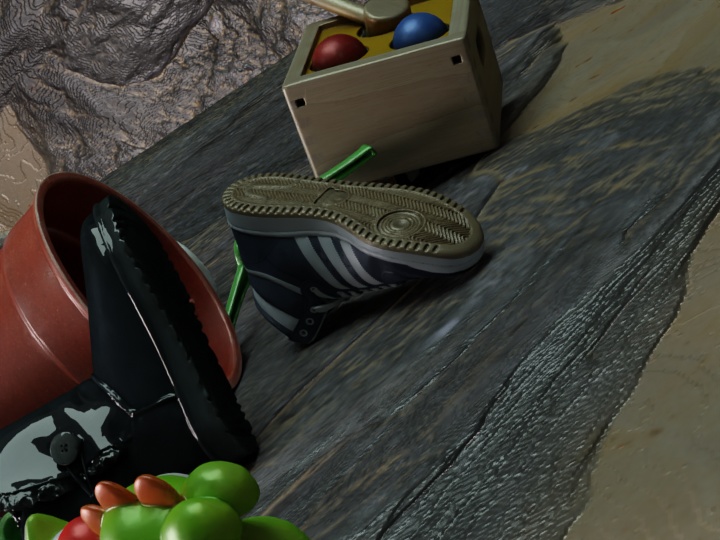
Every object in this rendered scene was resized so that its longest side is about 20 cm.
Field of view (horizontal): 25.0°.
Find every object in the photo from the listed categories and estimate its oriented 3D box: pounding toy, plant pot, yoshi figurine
[{"bbox_3d":[0.015,-0.183,1.390,0.184,0.142,0.200,-14,26,13],"label":"pounding toy"},{"bbox_3d":[-0.225,0.067,1.187,0.195,0.201,0.201,-40,10,18],"label":"plant pot"},{"bbox_3d":[-0.084,0.154,0.740,0.112,0.113,0.200,3,-28,-31],"label":"yoshi figurine"}]

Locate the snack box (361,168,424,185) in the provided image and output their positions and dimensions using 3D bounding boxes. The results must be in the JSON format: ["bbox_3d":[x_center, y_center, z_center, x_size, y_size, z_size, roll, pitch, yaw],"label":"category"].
[{"bbox_3d":[-0.008,-0.068,1.424,0.116,0.037,0.200,-23,18,42],"label":"snack box"}]

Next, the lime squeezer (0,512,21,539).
[{"bbox_3d":[-0.214,0.165,1.105,0.200,0.038,0.071,-36,12,-1],"label":"lime squeezer"}]

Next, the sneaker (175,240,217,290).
[{"bbox_3d":[-0.203,0.043,1.475,0.114,0.073,0.200,-46,6,-27],"label":"sneaker"}]

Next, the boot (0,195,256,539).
[{"bbox_3d":[-0.177,0.074,1.021,0.168,0.200,0.076,-31,-17,9],"label":"boot"}]

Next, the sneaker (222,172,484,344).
[{"bbox_3d":[0.000,0.000,1.114,0.200,0.109,0.070,12,37,31],"label":"sneaker"}]

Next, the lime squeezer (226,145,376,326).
[{"bbox_3d":[-0.066,-0.023,1.302,0.071,0.038,0.200,28,75,37],"label":"lime squeezer"}]
